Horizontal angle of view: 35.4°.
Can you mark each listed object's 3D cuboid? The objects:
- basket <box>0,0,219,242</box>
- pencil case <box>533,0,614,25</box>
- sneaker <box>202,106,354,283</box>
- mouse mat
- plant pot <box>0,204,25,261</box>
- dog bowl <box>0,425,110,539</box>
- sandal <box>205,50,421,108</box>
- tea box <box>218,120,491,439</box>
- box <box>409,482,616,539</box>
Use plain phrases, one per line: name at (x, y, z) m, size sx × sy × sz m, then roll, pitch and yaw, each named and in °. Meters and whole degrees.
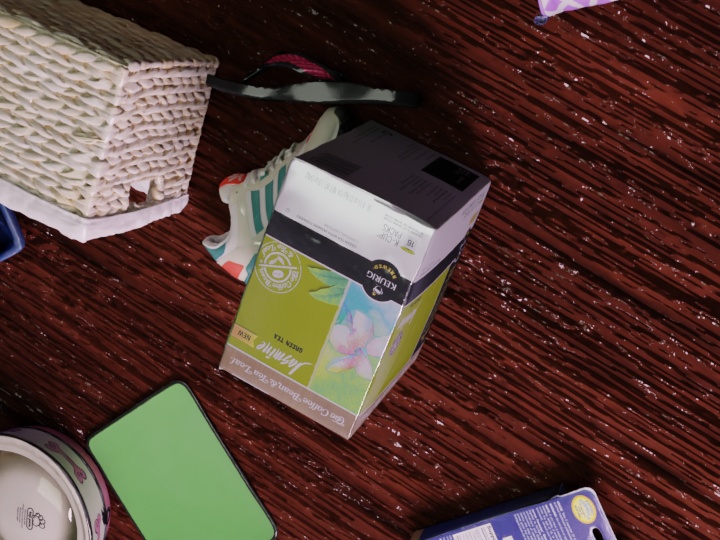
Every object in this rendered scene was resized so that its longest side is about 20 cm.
basket at (-0.263, -0.148, 1.030) m, size 0.197 × 0.198 × 0.163 m, roll 23°, pitch 107°, yaw 13°
pencil case at (0.221, -0.258, 0.877) m, size 0.197 × 0.085 × 0.086 m, roll -11°, pitch 99°, yaw 22°
sneaker at (-0.083, -0.076, 1.047) m, size 0.093 × 0.070 × 0.202 m, roll 31°, pitch 116°, yaw 3°
mouse mat at (-0.194, 0.232, 1.208) m, size 0.160 × 0.008 × 0.202 m, roll -31°, pitch 91°, yaw 25°
plant pot at (-0.470, -0.061, 1.137) m, size 0.197 × 0.180 × 0.203 m, roll -21°, pitch 96°, yaw 24°
dog bowl at (-0.363, 0.262, 1.243) m, size 0.196 × 0.074 × 0.204 m, roll 5°, pitch 105°, yaw 19°
sandal at (-0.041, -0.173, 1.009) m, size 0.196 × 0.075 × 0.046 m, roll 4°, pitch 100°, yaw 11°
tea box at (0.000, 0.000, 0.966) m, size 0.132 × 0.200 × 0.200 m, roll 25°, pitch 111°, yaw 11°
box at (0.157, 0.281, 1.075) m, size 0.198 × 0.032 × 0.123 m, roll -23°, pitch 96°, yaw 26°
